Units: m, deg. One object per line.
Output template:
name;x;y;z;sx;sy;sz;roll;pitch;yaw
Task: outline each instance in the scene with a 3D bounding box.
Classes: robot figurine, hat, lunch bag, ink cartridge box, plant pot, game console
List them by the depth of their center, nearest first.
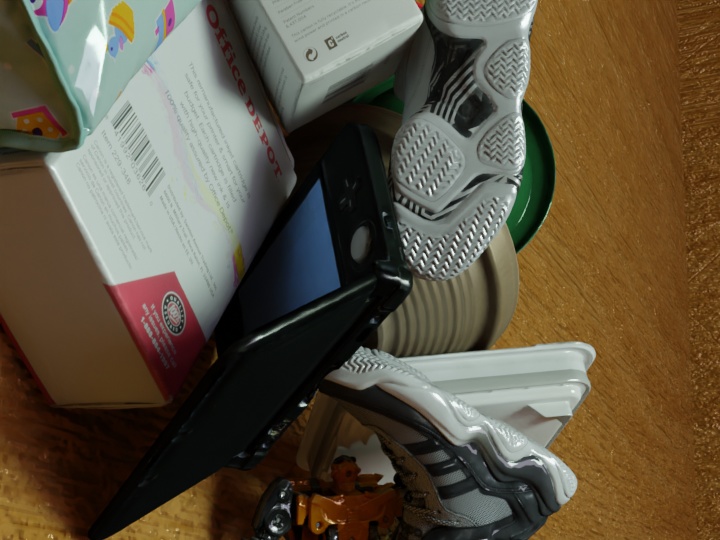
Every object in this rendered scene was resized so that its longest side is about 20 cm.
lunch bag;-0.164;-0.176;0.513;0.171;0.120;0.202;-66;145;-46
ink cartridge box;-0.122;-0.047;0.626;0.201;0.084;0.149;-67;143;-49
game console;-0.070;0.031;0.641;0.115;0.200;0.178;12;49;-30
robot figurine;-0.018;0.222;0.768;0.143;0.058;0.204;2;92;-25
plant pot;0.000;0.000;0.780;0.093;0.199;0.203;-43;126;-38
hat;0.039;-0.100;0.782;0.176;0.196;0.168;74;24;-72

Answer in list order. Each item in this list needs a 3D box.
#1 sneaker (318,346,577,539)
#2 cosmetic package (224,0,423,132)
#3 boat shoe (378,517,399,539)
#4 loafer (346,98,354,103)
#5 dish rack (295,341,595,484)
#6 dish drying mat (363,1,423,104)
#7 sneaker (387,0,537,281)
sneaker;0.036;0.129;0.711;0.199;0.075;0.115;31;88;-22
cosmetic package;-0.055;-0.196;0.675;0.202;0.084;0.108;61;-11;2
boat shoe;0.035;0.187;0.959;0.063;0.072;0.203;44;35;-47
loafer;0.004;-0.120;0.964;0.063;0.071;0.203;61;35;-76
dish rack;0.060;0.115;0.820;0.172;0.197;0.044;110;-27;-55
dish drying mat;0.029;-0.114;0.913;0.076;0.018;0.203;24;72;-48
sneaker;0.056;-0.090;0.691;0.115;0.074;0.203;133;-32;-83
